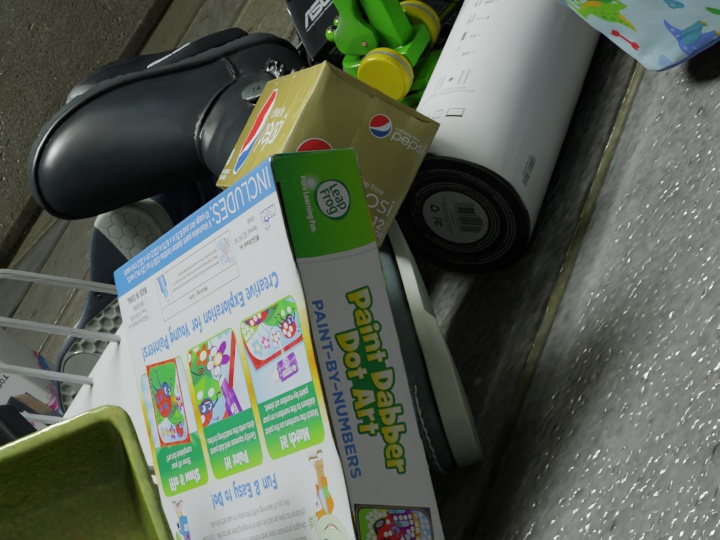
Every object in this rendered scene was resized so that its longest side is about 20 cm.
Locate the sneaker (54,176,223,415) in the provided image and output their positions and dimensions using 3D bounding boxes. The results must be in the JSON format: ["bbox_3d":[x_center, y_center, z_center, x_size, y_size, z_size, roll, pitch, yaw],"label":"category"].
[{"bbox_3d":[-0.149,0.007,1.277,0.147,0.076,0.204,-68,-2,-57],"label":"sneaker"}]

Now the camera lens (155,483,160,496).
[{"bbox_3d":[-0.173,0.200,0.935,0.200,0.159,0.161,-39,20,47],"label":"camera lens"}]

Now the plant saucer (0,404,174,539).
[{"bbox_3d":[-0.139,0.179,0.754,0.198,0.202,0.048,-22,-5,16],"label":"plant saucer"}]

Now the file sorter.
[{"bbox_3d":[-0.197,0.113,1.091,0.200,0.123,0.140,-53,39,41],"label":"file sorter"}]

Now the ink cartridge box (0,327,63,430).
[{"bbox_3d":[-0.280,0.132,1.369,0.145,0.199,0.084,-52,17,5],"label":"ink cartridge box"}]

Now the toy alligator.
[{"bbox_3d":[0.009,-0.124,1.011,0.054,0.201,0.060,-17,30,37],"label":"toy alligator"}]

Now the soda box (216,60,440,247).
[{"bbox_3d":[-0.022,-0.058,0.925,0.068,0.064,0.200,-63,12,-2],"label":"soda box"}]

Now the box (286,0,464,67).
[{"bbox_3d":[0.075,-0.192,1.068,0.200,0.159,0.045,-45,58,34],"label":"box"}]

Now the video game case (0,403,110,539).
[{"bbox_3d":[-0.141,0.192,0.793,0.181,0.200,0.025,-51,-12,12],"label":"video game case"}]

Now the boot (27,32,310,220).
[{"bbox_3d":[-0.092,-0.075,1.095,0.199,0.077,0.168,-26,26,-15],"label":"boot"}]

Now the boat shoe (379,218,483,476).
[{"bbox_3d":[0.008,0.034,0.858,0.061,0.073,0.200,-21,28,1],"label":"boat shoe"}]

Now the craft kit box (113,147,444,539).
[{"bbox_3d":[-0.039,0.070,0.791,0.200,0.048,0.200,-27,72,61],"label":"craft kit box"}]

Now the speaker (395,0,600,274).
[{"bbox_3d":[0.076,-0.096,0.974,0.081,0.081,0.201,-39,20,45],"label":"speaker"}]

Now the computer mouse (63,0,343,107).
[{"bbox_3d":[-0.101,-0.143,1.191,0.198,0.142,0.046,-16,23,-18],"label":"computer mouse"}]

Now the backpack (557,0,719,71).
[{"bbox_3d":[0.154,-0.205,0.843,0.183,0.146,0.201,-36,25,57],"label":"backpack"}]
